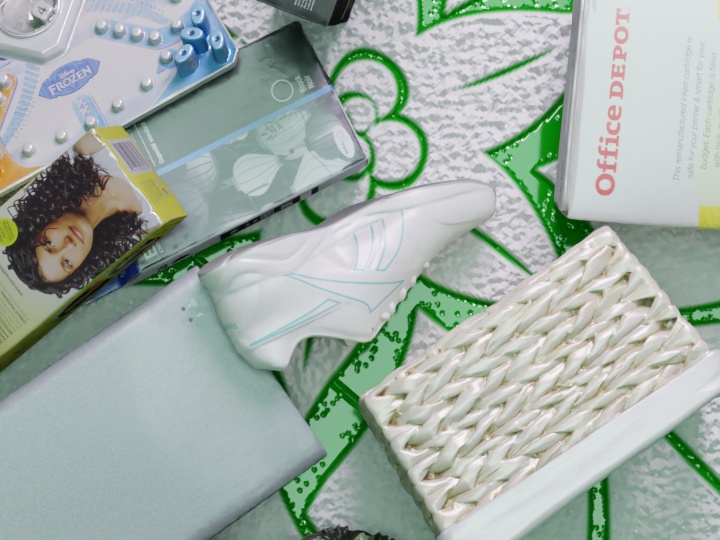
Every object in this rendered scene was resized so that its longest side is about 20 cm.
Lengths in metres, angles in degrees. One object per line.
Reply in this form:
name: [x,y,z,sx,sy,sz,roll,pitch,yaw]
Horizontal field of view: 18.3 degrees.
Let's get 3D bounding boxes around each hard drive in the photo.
hard drive: [-0.140,0.111,1.343,0.200,0.033,0.140,-35,87,-8]

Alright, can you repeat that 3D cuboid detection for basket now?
basket: [0.104,0.078,1.340,0.200,0.136,0.124,-35,84,-5]

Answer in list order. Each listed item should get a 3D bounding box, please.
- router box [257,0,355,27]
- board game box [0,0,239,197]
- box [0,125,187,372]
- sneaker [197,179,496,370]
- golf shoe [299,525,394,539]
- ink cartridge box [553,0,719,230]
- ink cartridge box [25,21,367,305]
router box: [-0.002,-0.247,1.335,0.052,0.157,0.201,21,97,1]
board game box: [-0.206,-0.163,1.381,0.199,0.026,0.200,-29,70,-3]
box: [-0.204,0.001,1.350,0.200,0.050,0.075,-40,86,16]
sneaker: [0.000,0.000,1.364,0.200,0.070,0.081,-22,93,-23]
golf shoe: [-0.047,0.205,1.360,0.199,0.088,0.078,1,64,-23]
ink cartridge box: [0.224,-0.099,1.373,0.199,0.083,0.146,5,97,-1]
ink cartridge box: [-0.105,-0.066,1.388,0.199,0.039,0.100,-28,87,-3]
